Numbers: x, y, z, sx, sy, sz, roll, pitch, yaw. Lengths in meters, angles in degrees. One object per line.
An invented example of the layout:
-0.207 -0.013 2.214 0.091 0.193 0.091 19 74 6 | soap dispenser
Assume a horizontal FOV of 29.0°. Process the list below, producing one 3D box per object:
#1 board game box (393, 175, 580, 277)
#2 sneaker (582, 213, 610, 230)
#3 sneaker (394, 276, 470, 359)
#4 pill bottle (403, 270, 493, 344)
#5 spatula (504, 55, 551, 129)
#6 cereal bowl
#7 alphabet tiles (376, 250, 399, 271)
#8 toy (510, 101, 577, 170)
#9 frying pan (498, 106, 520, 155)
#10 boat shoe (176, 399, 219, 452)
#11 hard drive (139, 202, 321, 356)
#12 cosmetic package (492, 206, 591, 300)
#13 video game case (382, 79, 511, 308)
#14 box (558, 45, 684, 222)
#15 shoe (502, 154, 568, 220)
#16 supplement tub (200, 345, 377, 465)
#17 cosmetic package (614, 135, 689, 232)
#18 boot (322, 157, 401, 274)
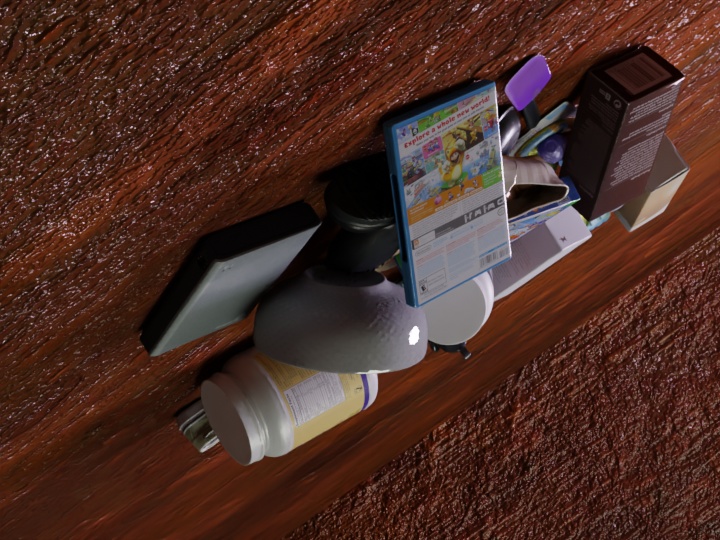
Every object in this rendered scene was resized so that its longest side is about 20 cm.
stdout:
0.151 -0.050 1.646 0.200 0.035 0.135 -19 169 -43 | board game box
0.309 -0.081 2.085 0.130 0.080 0.200 -35 176 16 | sneaker
0.113 0.068 2.005 0.078 0.140 0.200 -35 167 9 | sneaker
0.113 0.023 1.776 0.116 0.116 0.200 -36 -171 11 | pill bottle
0.187 -0.189 1.532 0.057 0.021 0.200 -47 168 0 | spatula
-0.020 0.045 1.547 0.200 0.200 0.084 -16 116 -52 | cereal bowl
0.000 0.000 1.731 0.200 0.015 0.195 -23 173 -37 | alphabet tiles
0.249 -0.150 1.759 0.115 0.047 0.200 -38 166 17 | toy
0.127 -0.109 1.537 0.190 0.031 0.115 -50 168 -39 | frying pan
-0.159 0.181 1.937 0.200 0.062 0.072 -32 167 -10 | boat shoe
-0.139 0.011 1.451 0.139 0.033 0.200 -23 163 -39 | hard drive
0.213 -0.037 1.919 0.071 0.102 0.200 -23 170 -39 | cosmetic package
0.091 -0.078 1.415 0.143 0.018 0.201 -26 121 -32 | video game case
0.312 -0.164 1.686 0.100 0.075 0.200 -26 145 -28 | box
0.157 -0.088 1.513 0.200 0.053 0.070 -14 140 -47 | shoe
-0.093 0.155 1.822 0.200 0.146 0.145 -27 165 -26 | supplement tub
0.412 -0.140 2.057 0.071 0.105 0.200 -32 165 -6 | cosmetic package
0.008 -0.054 1.480 0.198 0.073 0.163 -29 165 -44 | boot
